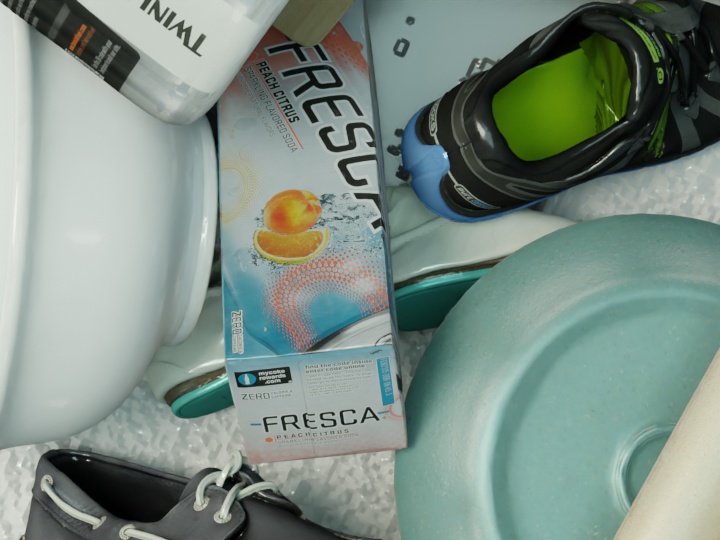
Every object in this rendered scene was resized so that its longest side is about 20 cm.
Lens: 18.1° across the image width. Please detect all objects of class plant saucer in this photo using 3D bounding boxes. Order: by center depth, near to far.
[{"bbox_3d":[0.113,0.078,0.852,0.198,0.036,0.202,0,87,-6],"label":"plant saucer"}]

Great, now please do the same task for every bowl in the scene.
[{"bbox_3d":[-0.111,-0.020,0.893,0.090,0.201,0.203,5,92,-19],"label":"bowl"}]

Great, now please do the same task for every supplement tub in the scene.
[{"bbox_3d":[-0.105,-0.154,0.789,0.199,0.123,0.123,36,92,-7],"label":"supplement tub"}]

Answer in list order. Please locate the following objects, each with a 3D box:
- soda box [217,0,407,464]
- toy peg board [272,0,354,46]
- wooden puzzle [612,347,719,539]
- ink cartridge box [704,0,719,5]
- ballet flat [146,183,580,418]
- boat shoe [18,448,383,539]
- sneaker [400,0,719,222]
[{"bbox_3d":[-0.021,-0.026,0.883,0.063,0.069,0.201,-7,50,2],"label":"soda box"},{"bbox_3d":[-0.029,-0.230,0.848,0.199,0.098,0.200,38,127,-7],"label":"toy peg board"},{"bbox_3d":[0.192,0.109,0.826,0.199,0.037,0.186,32,85,-23],"label":"wooden puzzle"},{"bbox_3d":[0.145,-0.223,0.849,0.144,0.145,0.202,13,74,-22],"label":"ink cartridge box"},{"bbox_3d":[0.000,0.000,0.946,0.199,0.069,0.070,-19,92,2],"label":"ballet flat"},{"bbox_3d":[-0.064,0.104,0.901,0.199,0.072,0.063,-1,92,42],"label":"boat shoe"},{"bbox_3d":[0.111,-0.075,0.913,0.199,0.083,0.071,-25,89,-24],"label":"sneaker"}]
